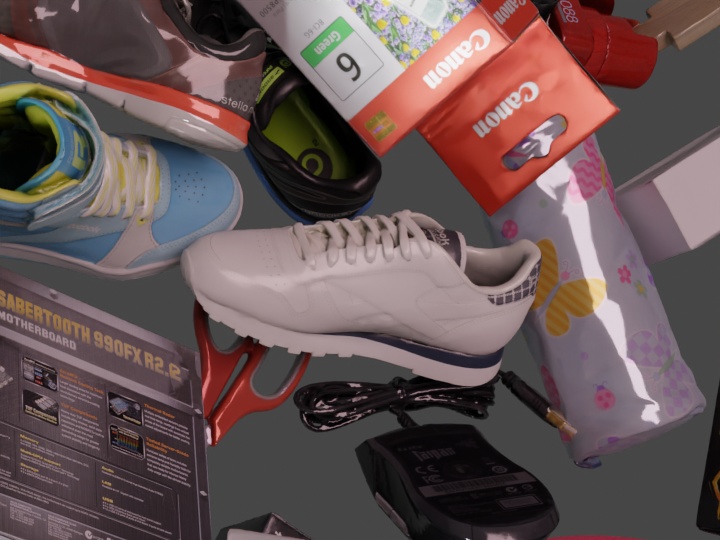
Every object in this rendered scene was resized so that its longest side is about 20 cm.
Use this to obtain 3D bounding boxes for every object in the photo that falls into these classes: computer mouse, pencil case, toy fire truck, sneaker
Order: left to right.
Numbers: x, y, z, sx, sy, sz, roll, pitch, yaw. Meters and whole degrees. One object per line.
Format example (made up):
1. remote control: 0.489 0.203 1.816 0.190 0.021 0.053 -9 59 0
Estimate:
1. sneaker: -0.136 -0.047 1.423 0.199 0.130 0.080 -1 77 -26
2. sneaker: -0.138 -0.133 1.447 0.199 0.077 0.082 24 91 1
3. sneaker: -0.060 -0.109 1.500 0.200 0.083 0.071 46 65 -8
4. sneaker: 0.000 0.000 1.488 0.199 0.081 0.077 9 39 -24
5. computer mouse: 0.063 0.108 1.467 0.140 0.200 0.046 -8 115 -28
6. toy fire truck: 0.124 -0.175 1.556 0.199 0.129 0.177 7 47 -32
7. pencil case: 0.125 0.006 1.556 0.091 0.083 0.201 -15 83 -64

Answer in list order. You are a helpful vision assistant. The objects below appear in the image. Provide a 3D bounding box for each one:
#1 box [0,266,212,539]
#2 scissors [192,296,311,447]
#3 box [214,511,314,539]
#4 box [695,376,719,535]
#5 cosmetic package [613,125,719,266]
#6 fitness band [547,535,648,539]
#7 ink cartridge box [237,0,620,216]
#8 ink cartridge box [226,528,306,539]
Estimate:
1. box: -0.164 0.083 1.362 0.199 0.048 0.159 25 43 -36
2. scissors: -0.083 0.093 1.479 0.073 0.014 0.201 29 66 -18
3. box: -0.047 0.249 1.423 0.141 0.079 0.201 35 66 -17
4. box: 0.276 0.066 1.589 0.159 0.049 0.201 16 82 -38
5. cosmetic package: 0.234 -0.068 1.627 0.199 0.082 0.051 -31 91 -27
6. fitness band: 0.145 0.173 1.467 0.143 0.200 0.038 -5 97 3
7. ink cartridge box: 0.029 -0.122 1.449 0.200 0.109 0.050 48 33 -4
8. ink cartridge box: -0.008 0.242 1.382 0.159 0.047 0.201 11 67 -22
